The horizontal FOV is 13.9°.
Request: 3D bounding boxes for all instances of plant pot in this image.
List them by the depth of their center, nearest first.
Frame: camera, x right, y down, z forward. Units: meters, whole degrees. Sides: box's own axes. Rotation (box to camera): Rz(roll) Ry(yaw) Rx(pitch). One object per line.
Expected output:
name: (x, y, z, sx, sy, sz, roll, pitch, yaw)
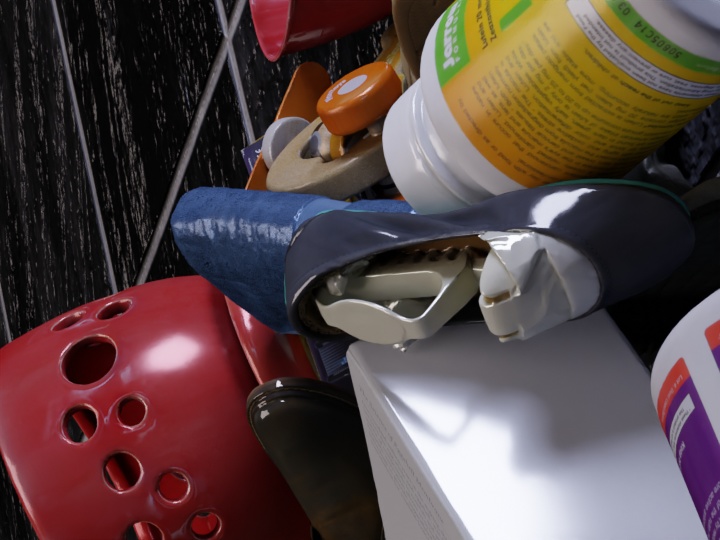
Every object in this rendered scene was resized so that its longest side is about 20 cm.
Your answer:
plant pot: (-0.090, 0.092, 1.691, 0.201, 0.182, 0.201, 57, -170, -16)

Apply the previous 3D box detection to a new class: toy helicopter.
toy helicopter: (0.003, -0.088, 1.623, 0.079, 0.132, 0.200, 57, -146, -19)

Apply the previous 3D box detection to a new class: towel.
towel: (0.000, 0.000, 1.514, 0.199, 0.112, 0.049, 7, 69, 43)

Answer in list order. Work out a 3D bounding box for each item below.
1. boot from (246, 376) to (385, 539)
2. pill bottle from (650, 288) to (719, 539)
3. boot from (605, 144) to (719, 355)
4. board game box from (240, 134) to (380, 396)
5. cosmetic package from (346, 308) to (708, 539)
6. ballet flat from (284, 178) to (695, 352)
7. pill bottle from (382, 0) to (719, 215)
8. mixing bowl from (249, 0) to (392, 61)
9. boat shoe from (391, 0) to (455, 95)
boot: (0.006, 0.143, 1.565, 0.200, 0.074, 0.097, 47, -151, -36)
pill bottle: (0.196, 0.101, 1.170, 0.113, 0.112, 0.201, 106, 152, -50)
boot: (0.135, -0.045, 1.401, 0.200, 0.067, 0.131, 133, 135, -66)
board game box: (0.013, 0.031, 1.684, 0.165, 0.057, 0.201, 52, -166, -50)
cosmetic package: (0.097, 0.140, 1.376, 0.200, 0.122, 0.200, 78, 165, -48)
ballet flat: (0.051, 0.005, 1.316, 0.199, 0.073, 0.073, -4, 82, 28)
pill bottle: (0.096, -0.096, 1.325, 0.200, 0.111, 0.112, -41, 54, 45)
mixing bowl: (-0.004, -0.221, 1.679, 0.200, 0.108, 0.201, 177, 90, -79)
boat shoe: (0.056, -0.092, 1.456, 0.063, 0.073, 0.201, -99, -2, -45)
